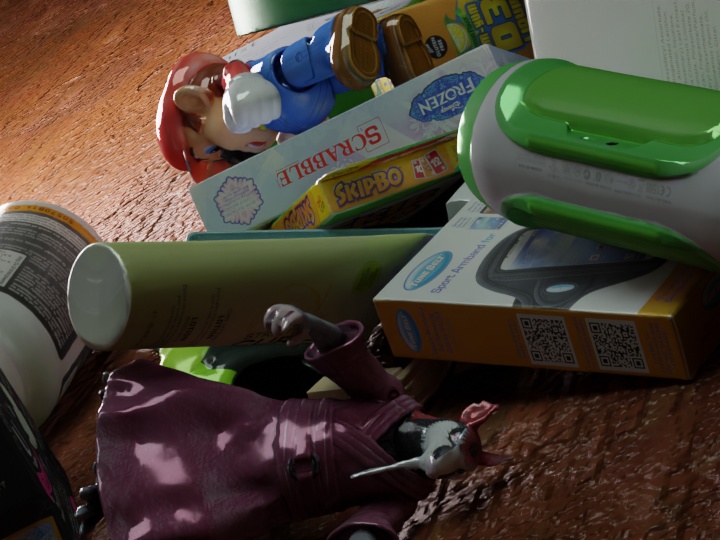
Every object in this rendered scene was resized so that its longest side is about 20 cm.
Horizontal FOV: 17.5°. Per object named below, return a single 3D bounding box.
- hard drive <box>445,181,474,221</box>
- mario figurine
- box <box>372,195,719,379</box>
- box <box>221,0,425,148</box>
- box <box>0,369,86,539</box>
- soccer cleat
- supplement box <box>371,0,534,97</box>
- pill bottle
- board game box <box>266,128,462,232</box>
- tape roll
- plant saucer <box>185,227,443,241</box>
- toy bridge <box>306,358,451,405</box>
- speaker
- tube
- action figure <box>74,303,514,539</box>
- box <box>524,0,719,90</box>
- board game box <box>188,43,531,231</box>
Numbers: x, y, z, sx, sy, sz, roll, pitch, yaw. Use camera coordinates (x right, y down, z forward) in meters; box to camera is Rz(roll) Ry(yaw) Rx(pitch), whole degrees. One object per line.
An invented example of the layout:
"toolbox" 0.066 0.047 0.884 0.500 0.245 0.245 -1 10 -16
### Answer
"hard drive" 0.149 -0.073 1.305 0.131 0.027 0.200 6 34 29
"mario figurine" -0.047 -0.093 1.463 0.199 0.123 0.106 -19 41 42
"box" 0.100 0.000 1.153 0.199 0.042 0.119 4 35 38
"box" -0.012 -0.129 1.662 0.199 0.097 0.177 -26 17 10
"box" -0.233 0.126 1.268 0.132 0.115 0.200 -30 17 -5
"soccer cleat" -0.025 0.038 1.289 0.200 0.068 0.081 -32 45 -34
"supplement box" 0.101 -0.158 1.527 0.199 0.067 0.069 -22 -5 -12
"pill bottle" -0.235 0.043 1.503 0.116 0.117 0.200 -22 18 21
"board game box" -0.004 -0.034 1.362 0.095 0.030 0.200 -20 -10 -22
"tape roll" 0.011 -0.198 1.507 0.199 0.048 0.200 -14 7 2
"plant saucer" 0.000 0.000 1.260 0.198 0.019 0.070 0 28 6
"toy bridge" 0.002 0.066 1.206 0.067 0.027 0.200 -9 25 46
"speaker" 0.136 -0.047 1.079 0.088 0.089 0.199 -38 33 -27
"tube" -0.050 0.010 1.152 0.199 0.052 0.058 -1 -4 -44
"action figure" -0.027 0.095 1.087 0.198 0.135 0.149 -4 -15 7
"box" 0.203 -0.117 1.176 0.152 0.107 0.200 -21 20 -29
"board game box" 0.018 -0.073 1.435 0.199 0.041 0.200 -25 -5 15
